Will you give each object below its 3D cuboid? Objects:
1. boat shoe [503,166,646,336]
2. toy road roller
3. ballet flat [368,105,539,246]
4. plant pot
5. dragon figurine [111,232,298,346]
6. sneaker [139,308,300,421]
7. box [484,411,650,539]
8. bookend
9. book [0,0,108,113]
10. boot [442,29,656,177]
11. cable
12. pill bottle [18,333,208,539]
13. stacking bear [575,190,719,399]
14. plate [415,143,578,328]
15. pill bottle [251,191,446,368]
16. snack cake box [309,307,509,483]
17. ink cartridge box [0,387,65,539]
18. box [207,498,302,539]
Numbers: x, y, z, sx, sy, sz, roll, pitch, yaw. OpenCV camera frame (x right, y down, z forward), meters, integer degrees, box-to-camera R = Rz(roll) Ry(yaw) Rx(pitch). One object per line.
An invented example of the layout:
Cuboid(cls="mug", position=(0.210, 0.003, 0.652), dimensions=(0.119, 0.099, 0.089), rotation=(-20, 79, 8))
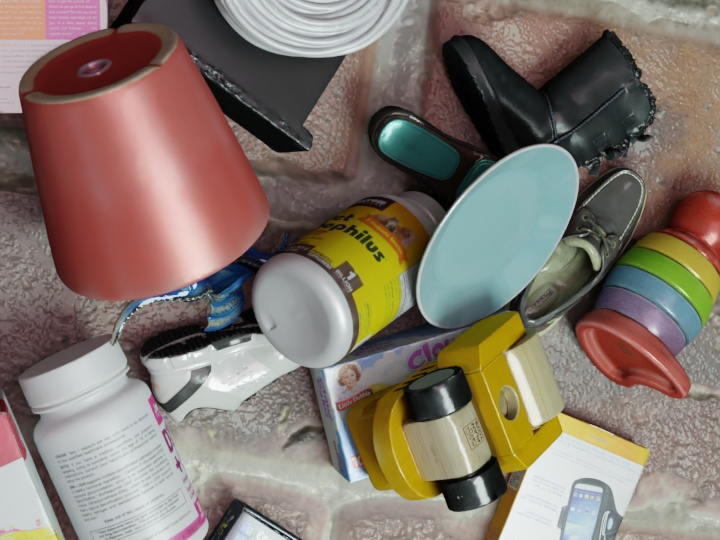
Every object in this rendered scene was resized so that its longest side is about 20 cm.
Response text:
Cuboid(cls="boat shoe", position=(0.217, -0.017, 1.601), dimensions=(0.072, 0.066, 0.201), rotation=(40, 84, -3))
Cuboid(cls="toy road roller", position=(0.080, 0.133, 1.497), dimensions=(0.200, 0.145, 0.124), rotation=(-33, 105, -48))
Cuboid(cls="ballet flat", position=(0.091, -0.097, 1.557), dimensions=(0.200, 0.068, 0.068), rotation=(37, 101, -20))
Cuboid(cls="plant pot", position=(-0.196, -0.100, 1.394), dimensions=(0.199, 0.200, 0.178), rotation=(-25, 122, -12))
Cuboid(cls="dragon figurine", position=(-0.134, 0.013, 1.483), dimensions=(0.099, 0.059, 0.200), rotation=(33, 46, 10))
Cuboid(cls="sneaker", position=(-0.104, 0.083, 1.533), dimensions=(0.199, 0.074, 0.081), rotation=(-13, 113, -10))
Cuboid(cls="box", position=(0.197, 0.247, 1.633), dimensions=(0.118, 0.041, 0.201), rotation=(23, 90, -15))
Cuboid(cls="bookend", position=(-0.088, -0.246, 1.493), dimensions=(0.198, 0.092, 0.201), rotation=(34, 81, -19))
Cuboid(cls="book", position=(-0.290, -0.240, 1.456), dimensions=(0.133, 0.048, 0.202), rotation=(0, 96, -8))
Cuboid(cls="boot", position=(0.187, -0.175, 1.582), dimensions=(0.162, 0.073, 0.199), rotation=(-34, 109, -8))
Cuboid(cls="cable", position=(-0.046, -0.284, 1.423), dimensions=(0.199, 0.069, 0.201), rotation=(-25, 102, -19))
Cuboid(cls="pill bottle", position=(-0.225, 0.167, 1.475), dimensions=(0.113, 0.113, 0.201), rotation=(-25, 100, -12))
Cuboid(cls="stacking bear", position=(0.309, 0.009, 1.613), dimensions=(0.114, 0.121, 0.200), rotation=(46, 71, -28))
Cuboid(cls="plate", position=(0.120, -0.035, 1.493), dimensions=(0.200, 0.026, 0.201), rotation=(-31, 145, -25))
Cuboid(cls="pill bottle", position=(0.000, 0.000, 1.492), dimensions=(0.200, 0.109, 0.110), rotation=(-35, 104, -45))
Cuboid(cls="snack cake box", position=(0.061, 0.116, 1.571), dimensions=(0.199, 0.067, 0.116), rotation=(-16, 100, -13))
Cuboid(cls="ink cartridge box", position=(-0.340, 0.230, 1.432), dimensions=(0.144, 0.145, 0.201), rotation=(-23, 99, -12))
Cuboid(cls="box", position=(-0.106, 0.343, 1.552), dimensions=(0.157, 0.051, 0.201), rotation=(36, 84, -16))
